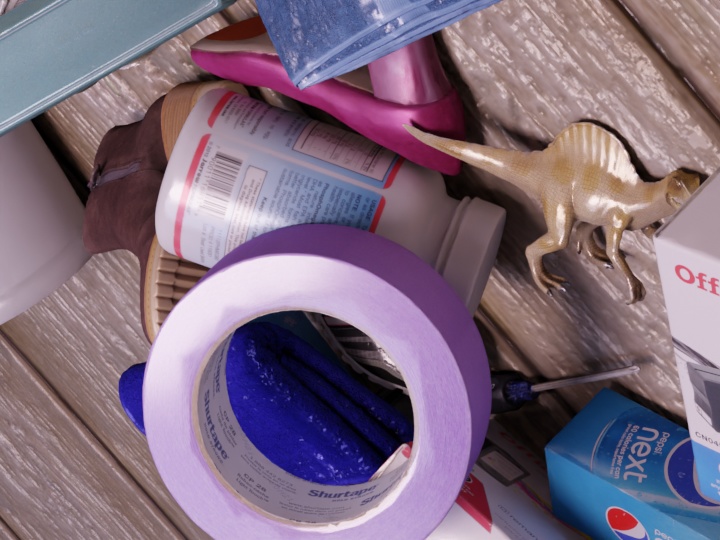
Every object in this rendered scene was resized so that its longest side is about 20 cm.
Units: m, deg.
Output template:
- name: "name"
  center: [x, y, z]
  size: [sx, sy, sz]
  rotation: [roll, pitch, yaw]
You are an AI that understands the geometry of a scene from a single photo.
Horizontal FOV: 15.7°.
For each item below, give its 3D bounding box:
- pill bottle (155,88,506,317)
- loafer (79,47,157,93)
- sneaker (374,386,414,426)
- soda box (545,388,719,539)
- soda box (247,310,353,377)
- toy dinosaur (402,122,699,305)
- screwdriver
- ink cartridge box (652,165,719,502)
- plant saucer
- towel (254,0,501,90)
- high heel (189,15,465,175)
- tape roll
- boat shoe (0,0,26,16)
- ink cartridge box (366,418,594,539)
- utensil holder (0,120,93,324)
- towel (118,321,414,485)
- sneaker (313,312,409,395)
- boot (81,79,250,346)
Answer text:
- name: "pill bottle"
  center: [-0.017, -0.032, 1.601]
  size: [0.199, 0.109, 0.109]
  rotation: [20, 147, 8]
- name: "loafer"
  center: [-0.188, -0.161, 1.765]
  size: [0.200, 0.075, 0.070]
  rotation: [11, 150, 52]
- name: "sneaker"
  center: [0.027, 0.147, 1.820]
  size: [0.066, 0.090, 0.201]
  rotation: [37, 150, 32]
- name: "soda box"
  center: [0.211, 0.153, 1.589]
  size: [0.200, 0.064, 0.068]
  rotation: [28, 146, 32]
- name: "soda box"
  center: [-0.058, 0.060, 1.800]
  size: [0.068, 0.064, 0.200]
  rotation: [41, 170, 48]
- name: "toy dinosaur"
  center: [0.124, -0.041, 1.507]
  size: [0.199, 0.058, 0.102]
  rotation: [14, 124, 33]
- name: "screwdriver"
  center: [0.118, 0.076, 1.667]
  size: [0.028, 0.029, 0.200]
  rotation: [54, 156, -12]
- name: "ink cartridge box"
  center: [0.248, 0.052, 1.403]
  size: [0.144, 0.084, 0.201]
  rotation: [22, 143, 38]
- name: "plant saucer"
  center: [-0.180, -0.150, 1.666]
  size: [0.070, 0.199, 0.019]
  rotation: [56, -165, -21]
- name: "towel"
  center: [0.009, -0.178, 1.444]
  size: [0.200, 0.048, 0.112]
  rotation: [-19, 97, 52]
- name: "high heel"
  center: [-0.024, -0.104, 1.594]
  size: [0.199, 0.067, 0.097]
  rotation: [9, 123, 45]
- name: "tape roll"
  center: [-0.025, 0.077, 1.544]
  size: [0.199, 0.066, 0.201]
  rotation: [4, 108, 13]
- name: "boat shoe"
  center: [-0.259, -0.183, 1.702]
  size: [0.075, 0.086, 0.202]
  rotation: [41, 111, 22]
- name: "ink cartridge box"
  center: [0.086, 0.177, 1.675]
  size: [0.147, 0.086, 0.200]
  rotation: [40, -165, 13]
- name: "utensil holder"
  center: [-0.314, -0.069, 1.944]
  size: [0.170, 0.170, 0.201]
  rotation: [0, 126, 54]
- name: "towel"
  center: [-0.067, 0.103, 1.734]
  size: [0.147, 0.050, 0.200]
  rotation: [36, 152, -19]
- name: "sneaker"
  center: [0.000, 0.000, 1.691]
  size: [0.200, 0.074, 0.088]
  rotation: [46, 159, 12]
- name: "boot"
  center: [-0.135, -0.025, 1.741]
  size: [0.072, 0.201, 0.166]
  rotation: [22, 157, -28]
